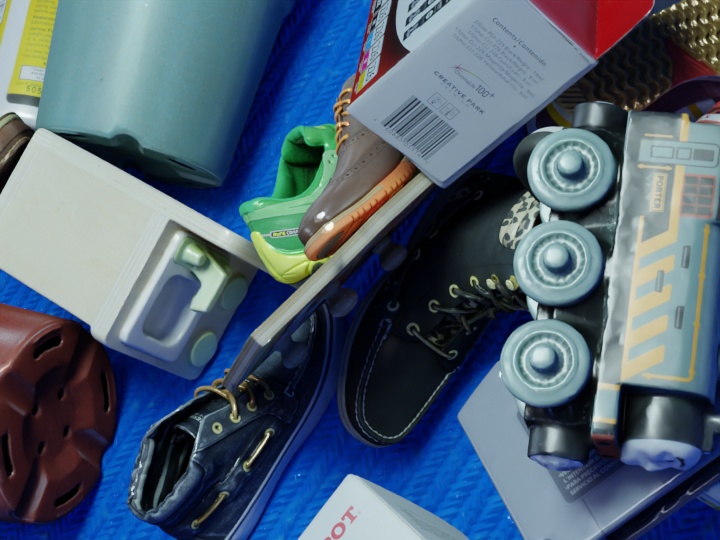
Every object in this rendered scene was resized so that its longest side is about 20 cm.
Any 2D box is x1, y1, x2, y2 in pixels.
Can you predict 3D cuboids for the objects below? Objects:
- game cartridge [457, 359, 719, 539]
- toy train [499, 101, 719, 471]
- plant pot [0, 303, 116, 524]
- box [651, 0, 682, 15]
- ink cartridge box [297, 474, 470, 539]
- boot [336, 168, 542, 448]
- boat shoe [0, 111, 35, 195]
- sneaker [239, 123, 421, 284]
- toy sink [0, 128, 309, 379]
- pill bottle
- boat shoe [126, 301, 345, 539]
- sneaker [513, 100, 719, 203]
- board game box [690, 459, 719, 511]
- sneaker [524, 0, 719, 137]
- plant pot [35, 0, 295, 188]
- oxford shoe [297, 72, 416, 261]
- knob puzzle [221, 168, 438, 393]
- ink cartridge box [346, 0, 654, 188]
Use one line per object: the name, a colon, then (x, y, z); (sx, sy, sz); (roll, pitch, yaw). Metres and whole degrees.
game cartridge: (0.154, 0.061, 0.891); (0.200, 0.042, 0.133); (-38, 49, 14)
toy train: (0.139, 0.008, 0.849); (0.114, 0.085, 0.200); (5, 72, 15)
plant pot: (-0.300, 0.099, 1.214); (0.195, 0.201, 0.201); (5, 71, 26)
box: (0.173, -0.184, 1.103); (0.200, 0.078, 0.095); (-50, 50, 3)
ink cartridge box: (0.044, 0.242, 0.937); (0.145, 0.145, 0.200); (-51, 51, 2)
boot: (0.068, 0.022, 1.037); (0.204, 0.073, 0.154); (-62, 21, -11)
boat shoe: (-0.259, -0.059, 1.262); (0.068, 0.200, 0.072); (36, 71, 6)
sneaker: (-0.006, -0.076, 1.129); (0.200, 0.084, 0.074); (-47, 15, -34)
toy sink: (-0.155, 0.000, 1.184); (0.200, 0.130, 0.112); (28, 89, 29)
pill bottle: (-0.252, -0.187, 1.361); (0.111, 0.111, 0.200); (-5, 66, 31)
boat shoe: (-0.082, 0.095, 1.126); (0.071, 0.091, 0.200); (18, 78, 38)
sneaker: (0.187, -0.063, 0.976); (0.067, 0.201, 0.108); (-25, 42, 63)
board game box: (0.207, 0.079, 0.937); (0.200, 0.105, 0.103); (29, 86, 40)
sneaker: (0.193, -0.118, 1.040); (0.200, 0.090, 0.075); (-15, 70, -21)
plant pot: (-0.151, -0.176, 1.249); (0.200, 0.200, 0.196); (8, 80, 35)
oxford shoe: (0.004, -0.081, 1.064); (0.200, 0.073, 0.071); (-52, 3, -42)
knob puzzle: (0.000, 0.000, 1.043); (0.030, 0.220, 0.220); (45, 96, 2)
ink cartridge box: (0.089, -0.179, 1.003); (0.176, 0.084, 0.200); (-38, 25, 32)
